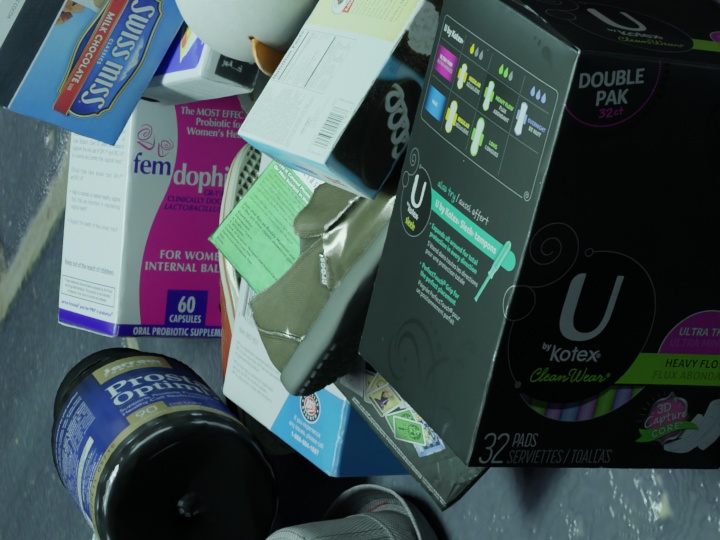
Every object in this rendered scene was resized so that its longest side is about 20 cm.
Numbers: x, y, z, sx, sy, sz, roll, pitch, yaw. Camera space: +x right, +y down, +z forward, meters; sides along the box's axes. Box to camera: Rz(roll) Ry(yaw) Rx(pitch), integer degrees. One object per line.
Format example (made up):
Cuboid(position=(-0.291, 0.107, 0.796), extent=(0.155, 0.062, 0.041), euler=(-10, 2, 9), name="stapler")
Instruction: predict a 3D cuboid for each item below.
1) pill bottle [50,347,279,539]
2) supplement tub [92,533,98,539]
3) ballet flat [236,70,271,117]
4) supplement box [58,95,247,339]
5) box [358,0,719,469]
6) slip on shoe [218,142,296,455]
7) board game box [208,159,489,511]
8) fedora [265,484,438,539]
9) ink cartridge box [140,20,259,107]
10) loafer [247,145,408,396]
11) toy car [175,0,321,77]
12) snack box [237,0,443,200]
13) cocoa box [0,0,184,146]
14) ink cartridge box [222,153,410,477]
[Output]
Cuboid(position=(-0.130, 0.115, 1.397), extent=(0.200, 0.111, 0.112), euler=(-144, 61, -66), name="pill bottle")
Cuboid(position=(-0.122, 0.270, 1.434), extent=(0.145, 0.145, 0.201), euler=(28, 112, 58), name="supplement tub")
Cuboid(position=(-0.047, -0.149, 1.403), extent=(0.068, 0.072, 0.200), euler=(61, 139, 39), name="ballet flat")
Cuboid(position=(-0.134, -0.058, 1.521), extent=(0.103, 0.101, 0.201), euler=(9, 96, 60), name="supplement box")
Cuboid(position=(0.106, -0.023, 1.048), extent=(0.124, 0.148, 0.201), euler=(43, 125, 54), name="box")
Cuboid(position=(-0.061, 0.015, 1.423), extent=(0.061, 0.074, 0.201), euler=(3, 95, 63), name="slip on shoe")
Cuboid(position=(0.014, 0.019, 1.198), extent=(0.200, 0.023, 0.105), euler=(49, 120, 14), name="board game box")
Cuboid(position=(-0.023, 0.222, 1.316), extent=(0.177, 0.090, 0.201), euler=(56, 135, 46), name="fedora")
Cuboid(position=(-0.093, -0.200, 1.389), extent=(0.200, 0.043, 0.199), euler=(3, 74, 62), name="ink cartridge box")
Cuboid(position=(0.000, -0.023, 1.142), extent=(0.070, 0.075, 0.200), euler=(44, 119, 16), name="loafer")
Cuboid(position=(-0.055, -0.186, 1.220), extent=(0.184, 0.177, 0.201), euler=(-25, 92, 35), name="toy car")
Cuboid(position=(0.023, -0.136, 1.122), extent=(0.200, 0.037, 0.116), euler=(-58, 26, -3), name="snack box")
Cuboid(position=(-0.190, -0.195, 1.375), extent=(0.134, 0.131, 0.200), euler=(-57, 29, 24), name="cocoa box")
Cuboid(position=(0.000, 0.000, 1.298), extent=(0.145, 0.083, 0.201), euler=(32, 116, 56), name="ink cartridge box")
